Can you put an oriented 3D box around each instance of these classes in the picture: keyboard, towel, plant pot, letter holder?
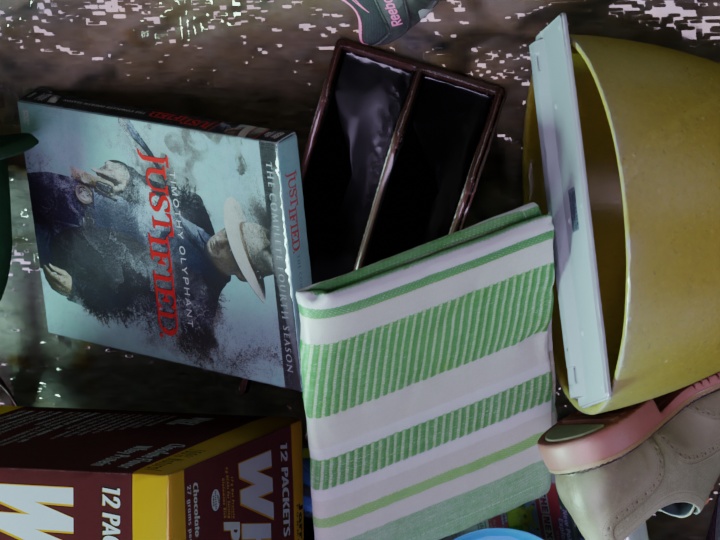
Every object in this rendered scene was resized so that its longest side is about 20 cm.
[{"bbox_3d":[0.110,-0.030,1.456,0.011,0.056,0.201,-4,83,-16],"label":"keyboard"},{"bbox_3d":[0.038,0.066,1.488,0.152,0.023,0.201,-21,133,-19],"label":"towel"},{"bbox_3d":[0.179,-0.030,1.489,0.141,0.200,0.201,-5,118,-11],"label":"plant pot"},{"bbox_3d":[0.000,0.000,1.545,0.100,0.142,0.201,17,119,0],"label":"letter holder"}]

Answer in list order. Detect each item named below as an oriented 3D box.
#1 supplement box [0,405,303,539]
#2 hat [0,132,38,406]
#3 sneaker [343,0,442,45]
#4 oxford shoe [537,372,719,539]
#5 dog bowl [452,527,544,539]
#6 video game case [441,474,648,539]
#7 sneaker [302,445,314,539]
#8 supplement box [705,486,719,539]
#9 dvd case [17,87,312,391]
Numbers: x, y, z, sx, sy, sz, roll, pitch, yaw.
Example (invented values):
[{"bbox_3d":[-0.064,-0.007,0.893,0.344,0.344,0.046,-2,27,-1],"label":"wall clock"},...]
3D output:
[{"bbox_3d":[-0.156,0.157,1.554,0.199,0.197,0.134,1,96,19],"label":"supplement box"},{"bbox_3d":[-0.233,0.027,1.569,0.165,0.200,0.177,-8,100,40],"label":"hat"},{"bbox_3d":[-0.033,-0.195,1.496,0.200,0.079,0.095,41,127,-11],"label":"sneaker"},{"bbox_3d":[0.173,0.095,1.543,0.071,0.200,0.074,-11,99,48],"label":"oxford shoe"},{"bbox_3d":[0.042,0.226,1.565,0.200,0.050,0.112,-35,84,2],"label":"dog bowl"},{"bbox_3d":[0.101,0.207,1.627,0.182,0.023,0.201,-1,103,44],"label":"video game case"},{"bbox_3d":[-0.085,0.148,1.666,0.199,0.079,0.066,-3,119,21],"label":"sneaker"},{"bbox_3d":[0.242,0.216,1.623,0.103,0.131,0.201,12,119,2],"label":"supplement box"},{"bbox_3d":[-0.108,-0.019,1.560,0.199,0.022,0.147,11,116,37],"label":"dvd case"}]
